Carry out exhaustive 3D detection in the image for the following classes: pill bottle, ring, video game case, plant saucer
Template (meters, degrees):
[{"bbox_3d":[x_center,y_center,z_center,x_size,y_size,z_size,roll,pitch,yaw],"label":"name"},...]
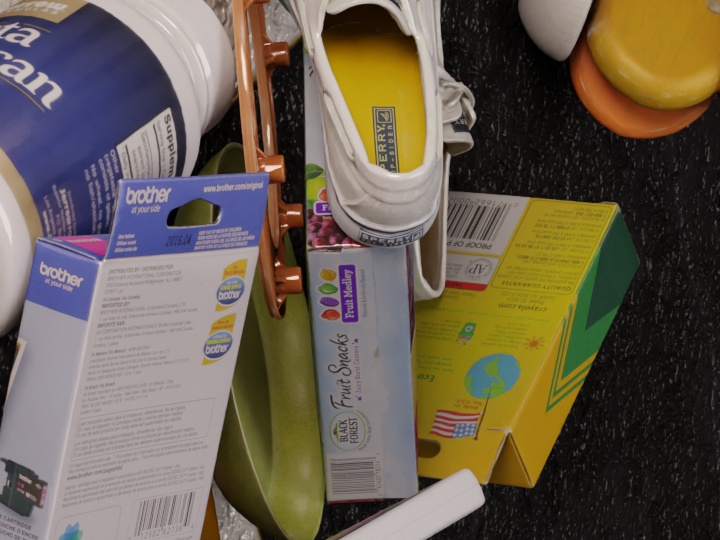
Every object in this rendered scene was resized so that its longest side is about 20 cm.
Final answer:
[{"bbox_3d":[-0.138,-0.055,1.234,0.200,0.111,0.111,-43,130,-50],"label":"pill bottle"},{"bbox_3d":[-0.043,-0.077,1.371,0.200,0.019,0.201,-5,90,-89],"label":"ring"},{"bbox_3d":[-0.060,0.162,1.332,0.200,0.182,0.023,-24,85,-50],"label":"video game case"},{"bbox_3d":[-0.057,0.039,1.412,0.200,0.031,0.201,-11,90,-79],"label":"plant saucer"}]

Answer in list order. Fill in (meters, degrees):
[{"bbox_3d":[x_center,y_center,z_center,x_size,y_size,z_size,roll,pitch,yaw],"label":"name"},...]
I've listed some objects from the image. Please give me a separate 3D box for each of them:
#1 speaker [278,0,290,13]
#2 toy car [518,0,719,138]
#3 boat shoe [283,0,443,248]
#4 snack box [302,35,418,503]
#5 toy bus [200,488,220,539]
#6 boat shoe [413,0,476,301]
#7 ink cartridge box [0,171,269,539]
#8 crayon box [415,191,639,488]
[{"bbox_3d":[-0.034,-0.222,1.415,0.089,0.088,0.200,-58,141,-38],"label":"speaker"},{"bbox_3d":[0.189,-0.173,1.766,0.150,0.174,0.201,114,-5,-67],"label":"toy car"},{"bbox_3d":[0.002,-0.117,1.312,0.086,0.074,0.203,103,-17,-61],"label":"boat shoe"},{"bbox_3d":[0.000,0.000,1.428,0.200,0.053,0.143,87,-1,-50],"label":"snack box"},{"bbox_3d":[-0.135,0.134,1.296,0.200,0.078,0.065,-17,100,-58],"label":"toy bus"},{"bbox_3d":[0.031,-0.081,1.564,0.071,0.070,0.201,12,84,-60],"label":"boat shoe"},{"bbox_3d":[-0.099,0.053,1.195,0.119,0.042,0.201,-6,113,-59],"label":"ink cartridge box"},{"bbox_3d":[0.057,0.046,1.576,0.200,0.127,0.051,-60,142,-34],"label":"crayon box"}]
